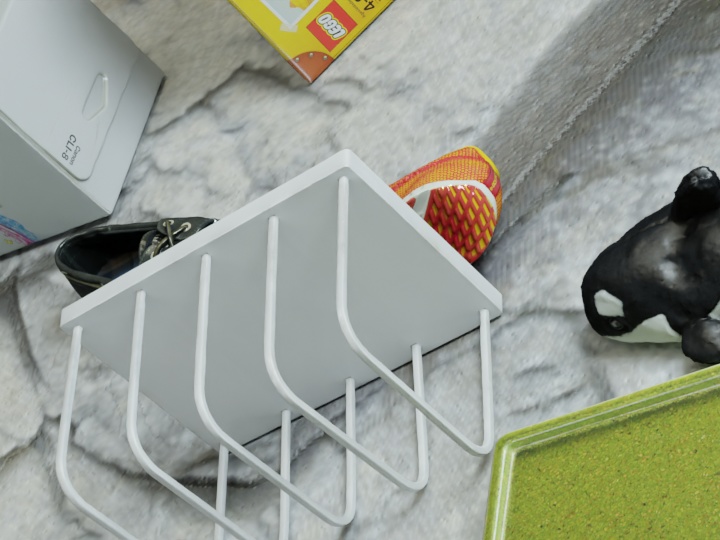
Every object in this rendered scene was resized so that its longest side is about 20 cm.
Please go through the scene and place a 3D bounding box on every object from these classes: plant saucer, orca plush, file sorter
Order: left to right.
[{"bbox_3d":[-0.043,0.061,1.126,0.200,0.139,0.125,-28,40,26],"label":"file sorter"},{"bbox_3d":[0.123,0.124,0.955,0.200,0.048,0.200,-22,41,33],"label":"plant saucer"},{"bbox_3d":[0.179,-0.016,1.016,0.200,0.071,0.105,-3,52,46],"label":"orca plush"}]

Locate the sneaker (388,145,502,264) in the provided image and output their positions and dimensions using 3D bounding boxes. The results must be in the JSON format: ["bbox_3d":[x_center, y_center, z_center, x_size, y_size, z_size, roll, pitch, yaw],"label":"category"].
[{"bbox_3d":[0.000,0.000,1.221,0.200,0.073,0.077,-27,16,21],"label":"sneaker"}]

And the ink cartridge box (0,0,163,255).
[{"bbox_3d":[-0.272,-0.109,1.551,0.200,0.145,0.146,-18,43,35],"label":"ink cartridge box"}]

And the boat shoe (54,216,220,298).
[{"bbox_3d":[-0.118,-0.003,1.347,0.200,0.057,0.069,-8,49,44],"label":"boat shoe"}]

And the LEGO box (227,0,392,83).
[{"bbox_3d":[-0.055,-0.248,1.403,0.149,0.200,0.077,-45,33,3],"label":"LEGO box"}]
